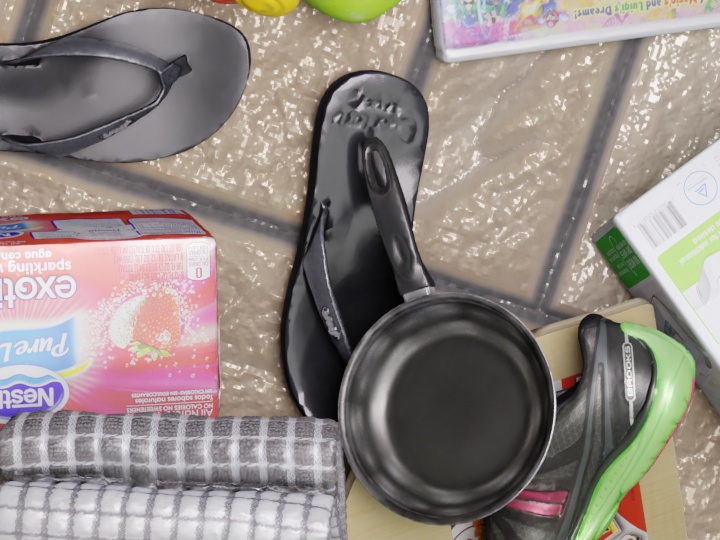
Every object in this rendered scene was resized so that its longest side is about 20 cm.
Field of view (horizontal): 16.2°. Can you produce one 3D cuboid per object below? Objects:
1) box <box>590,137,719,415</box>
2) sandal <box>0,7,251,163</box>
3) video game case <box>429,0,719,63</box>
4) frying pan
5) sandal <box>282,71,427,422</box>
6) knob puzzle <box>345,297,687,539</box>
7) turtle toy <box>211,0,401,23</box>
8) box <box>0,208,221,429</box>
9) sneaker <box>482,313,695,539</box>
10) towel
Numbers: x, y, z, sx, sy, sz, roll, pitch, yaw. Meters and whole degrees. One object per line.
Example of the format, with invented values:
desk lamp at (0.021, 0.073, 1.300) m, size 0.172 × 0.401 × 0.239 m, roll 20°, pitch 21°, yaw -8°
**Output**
box at (0.254, -0.010, 1.315) m, size 0.199 × 0.097 × 0.177 m, roll -37°, pitch 87°, yaw -5°
sandal at (-0.150, -0.087, 1.261) m, size 0.198 × 0.043 × 0.077 m, roll -7°, pitch 101°, yaw -12°
video game case at (0.127, -0.212, 1.316) m, size 0.198 × 0.024 × 0.184 m, roll -9°, pitch 101°, yaw -13°
frying pan at (0.023, 0.041, 1.266) m, size 0.115 × 0.031 × 0.190 m, roll -41°, pitch 70°, yaw 11°
sandal at (-0.001, 0.000, 1.302) m, size 0.075 × 0.043 × 0.202 m, roll -2°, pitch 100°, yaw -13°
knob puzzle at (0.071, 0.119, 1.341) m, size 0.218 × 0.030 × 0.221 m, roll -7°, pitch 115°, yaw -16°
turtle toy at (-0.054, -0.188, 1.235) m, size 0.199 × 0.101 × 0.147 m, roll 25°, pitch 69°, yaw -18°
box at (-0.174, 0.025, 1.245) m, size 0.198 × 0.100 × 0.096 m, roll -3°, pitch 100°, yaw -13°
sneaker at (0.094, 0.106, 1.296) m, size 0.083 × 0.077 × 0.201 m, roll 34°, pitch 105°, yaw 5°
towel at (-0.085, 0.133, 1.226) m, size 0.164 × 0.200 × 0.086 m, roll 0°, pitch 62°, yaw 1°
